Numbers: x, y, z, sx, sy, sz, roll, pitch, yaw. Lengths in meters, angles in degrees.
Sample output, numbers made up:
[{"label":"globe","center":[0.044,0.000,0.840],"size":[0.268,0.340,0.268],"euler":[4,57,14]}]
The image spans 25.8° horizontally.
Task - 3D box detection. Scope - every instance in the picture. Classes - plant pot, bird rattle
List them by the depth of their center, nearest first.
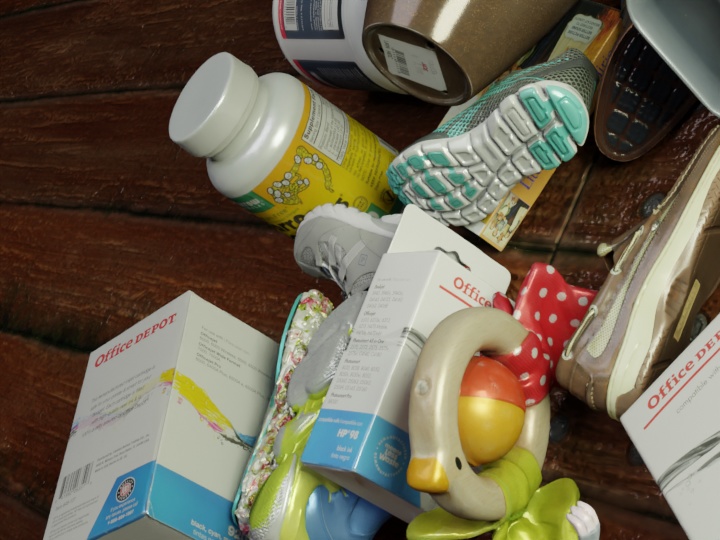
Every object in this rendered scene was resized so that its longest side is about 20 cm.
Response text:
[{"label":"bird rattle","center":[0.091,0.087,0.973],"size":[0.112,0.162,0.203],"euler":[8,78,38]},{"label":"plant pot","center":[0.086,-0.230,1.172],"size":[0.186,0.187,0.201],"euler":[0,54,56]}]

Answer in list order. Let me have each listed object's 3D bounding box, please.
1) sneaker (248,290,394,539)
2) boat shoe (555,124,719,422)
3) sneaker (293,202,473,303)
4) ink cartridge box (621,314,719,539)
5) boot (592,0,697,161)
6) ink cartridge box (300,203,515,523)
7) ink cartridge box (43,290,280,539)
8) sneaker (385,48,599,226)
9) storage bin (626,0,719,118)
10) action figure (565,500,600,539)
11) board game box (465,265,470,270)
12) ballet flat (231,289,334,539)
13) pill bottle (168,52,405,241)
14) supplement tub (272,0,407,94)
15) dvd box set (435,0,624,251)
[{"label":"sneaker","center":[-0.005,0.121,1.129],"size":[0.076,0.104,0.202],"euler":[-18,47,63]},{"label":"boat shoe","center":[0.180,-0.008,0.969],"size":[0.074,0.075,0.204],"euler":[19,70,32]},{"label":"sneaker","center":[0.000,0.000,1.207],"size":[0.199,0.074,0.083],"euler":[3,65,59]},{"label":"ink cartridge box","center":[0.217,0.090,0.843],"size":[0.116,0.066,0.201],"euler":[-49,31,17]},{"label":"boot","center":[0.219,-0.174,1.124],"size":[0.097,0.074,0.202],"euler":[-96,32,-82]},{"label":"ink cartridge box","center":[0.053,0.065,1.076],"size":[0.066,0.115,0.202],"euler":[-2,61,55]},{"label":"ink cartridge box","center":[-0.141,0.152,1.255],"size":[0.147,0.144,0.202],"euler":[-28,41,40]},{"label":"sneaker","center":[0.103,-0.099,1.158],"size":[0.199,0.078,0.091],"euler":[-24,23,44]},{"label":"storage bin","center":[0.283,-0.201,0.982],"size":[0.200,0.146,0.134],"euler":[-41,6,27]},{"label":"action figure","center":[0.131,0.224,0.830],"size":[0.199,0.135,0.149],"euler":[-39,64,-18]},{"label":"board game box","center":[0.018,0.079,1.209],"size":[0.095,0.030,0.202],"euler":[11,69,59]},{"label":"ballet flat","center":[-0.038,0.113,1.186],"size":[0.063,0.076,0.202],"euler":[7,70,25]},{"label":"pill bottle","center":[-0.056,-0.092,1.299],"size":[0.112,0.199,0.114],"euler":[-36,36,32]},{"label":"supplement tub","center":[0.022,-0.226,1.366],"size":[0.199,0.140,0.142],"euler":[15,75,59]},{"label":"dvd box set","center":[0.123,-0.124,1.233],"size":[0.201,0.029,0.146],"euler":[-56,30,2]}]
